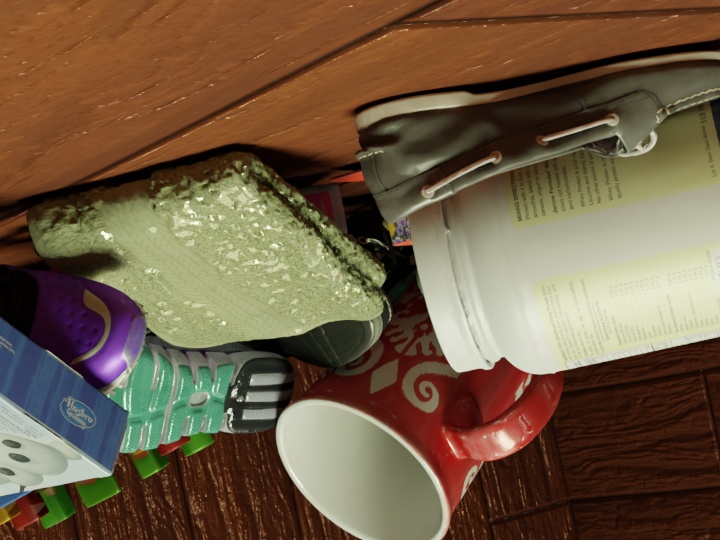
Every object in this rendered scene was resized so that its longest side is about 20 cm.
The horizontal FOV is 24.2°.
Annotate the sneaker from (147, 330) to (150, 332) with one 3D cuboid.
[{"bbox_3d":[-0.119,0.003,1.260,0.200,0.076,0.088,-2,-177,-33],"label":"sneaker"}]

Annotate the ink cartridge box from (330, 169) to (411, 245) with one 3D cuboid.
[{"bbox_3d":[0.077,-0.050,1.087,0.109,0.050,0.200,-14,176,29],"label":"ink cartridge box"}]

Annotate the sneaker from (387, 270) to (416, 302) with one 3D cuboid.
[{"bbox_3d":[0.043,0.002,1.318,0.121,0.200,0.084,39,156,-31],"label":"sneaker"}]

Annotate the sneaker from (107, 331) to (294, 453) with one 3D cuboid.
[{"bbox_3d":[-0.143,0.072,1.104,0.200,0.074,0.088,7,-166,-41],"label":"sneaker"}]

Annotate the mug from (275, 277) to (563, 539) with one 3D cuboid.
[{"bbox_3d":[0.068,0.084,1.164,0.177,0.133,0.200,17,-135,27],"label":"mug"}]

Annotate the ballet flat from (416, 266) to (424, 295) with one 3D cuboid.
[{"bbox_3d":[0.124,-0.008,1.132,0.200,0.067,0.064,-8,-159,-35],"label":"ballet flat"}]

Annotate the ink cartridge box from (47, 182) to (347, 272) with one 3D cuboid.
[{"bbox_3d":[-0.121,-0.017,1.057,0.200,0.042,0.119,-13,179,-20],"label":"ink cartridge box"}]

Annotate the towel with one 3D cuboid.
[{"bbox_3d":[-0.080,-0.003,0.945,0.148,0.037,0.200,-13,153,19],"label":"towel"}]

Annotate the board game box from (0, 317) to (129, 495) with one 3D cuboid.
[{"bbox_3d":[-0.257,0.054,0.856,0.199,0.043,0.200,-15,137,34],"label":"board game box"}]

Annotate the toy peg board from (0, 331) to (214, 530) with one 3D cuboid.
[{"bbox_3d":[-0.212,0.130,1.235,0.200,0.098,0.199,-28,180,13],"label":"toy peg board"}]

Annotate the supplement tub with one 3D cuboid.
[{"bbox_3d":[0.137,-0.023,0.934,0.200,0.145,0.145,-13,176,12],"label":"supplement tub"}]

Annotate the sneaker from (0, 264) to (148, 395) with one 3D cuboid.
[{"bbox_3d":[-0.213,0.023,0.887,0.200,0.070,0.100,6,163,26],"label":"sneaker"}]

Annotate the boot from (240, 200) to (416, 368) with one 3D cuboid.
[{"bbox_3d":[-0.001,-0.001,1.156,0.154,0.073,0.204,-37,-170,-26],"label":"boot"}]

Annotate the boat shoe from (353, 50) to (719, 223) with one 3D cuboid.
[{"bbox_3d":[0.095,-0.067,0.841,0.200,0.057,0.067,-11,176,-11],"label":"boat shoe"}]
